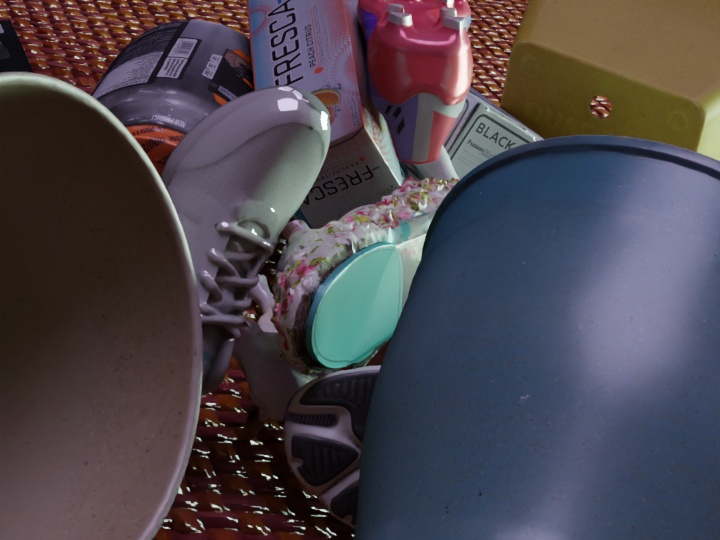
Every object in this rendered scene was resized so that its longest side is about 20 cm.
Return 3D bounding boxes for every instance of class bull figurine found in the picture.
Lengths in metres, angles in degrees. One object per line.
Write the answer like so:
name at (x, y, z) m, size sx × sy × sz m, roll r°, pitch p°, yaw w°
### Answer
bull figurine at (0.002, 0.031, 0.941) m, size 0.199 × 0.065 × 0.122 m, roll 4°, pitch 43°, yaw -35°

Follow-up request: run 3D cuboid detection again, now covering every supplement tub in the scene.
supplement tub at (-0.105, -0.060, 1.031) m, size 0.121 × 0.124 × 0.200 m, roll 13°, pitch 23°, yaw -2°

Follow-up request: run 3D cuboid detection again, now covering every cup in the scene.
cup at (-0.177, 0.030, 0.723) m, size 0.142 × 0.202 × 0.200 m, roll -4°, pitch 11°, yaw 31°

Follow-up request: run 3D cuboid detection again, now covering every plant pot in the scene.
plant pot at (0.185, -0.099, 1.231) m, size 0.199 × 0.201 × 0.176 m, roll 23°, pitch 34°, yaw 21°
plant pot at (0.085, 0.086, 0.701) m, size 0.198 × 0.201 × 0.189 m, roll 19°, pitch 50°, yaw 12°

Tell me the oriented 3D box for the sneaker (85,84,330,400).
sneaker at (-0.072, 0.009, 0.819) m, size 0.070 × 0.201 × 0.080 m, roll 29°, pitch 14°, yaw -42°

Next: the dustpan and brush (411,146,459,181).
dustpan and brush at (0.087, -0.009, 0.997) m, size 0.201 × 0.057 × 0.140 m, roll 61°, pitch 5°, yaw 5°

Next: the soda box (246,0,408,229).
soda box at (-0.021, -0.108, 1.040) m, size 0.063 × 0.069 × 0.201 m, roll -22°, pitch 40°, yaw 13°

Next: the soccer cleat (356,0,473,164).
soccer cleat at (0.029, -0.114, 1.002) m, size 0.066 × 0.077 × 0.200 m, roll 6°, pitch 15°, yaw -3°

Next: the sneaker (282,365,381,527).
sneaker at (0.043, 0.083, 0.877) m, size 0.199 × 0.081 × 0.083 m, roll 8°, pitch 5°, yaw -34°

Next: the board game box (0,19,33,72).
board game box at (-0.260, -0.096, 1.099) m, size 0.134 × 0.028 × 0.200 m, roll -13°, pitch 29°, yaw -13°

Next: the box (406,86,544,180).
box at (0.044, -0.093, 1.132) m, size 0.116 × 0.060 × 0.200 m, roll 27°, pitch 10°, yaw -39°

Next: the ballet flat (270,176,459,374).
ballet flat at (0.000, 0.000, 0.874) m, size 0.063 × 0.076 × 0.200 m, roll 18°, pitch 20°, yaw 25°
